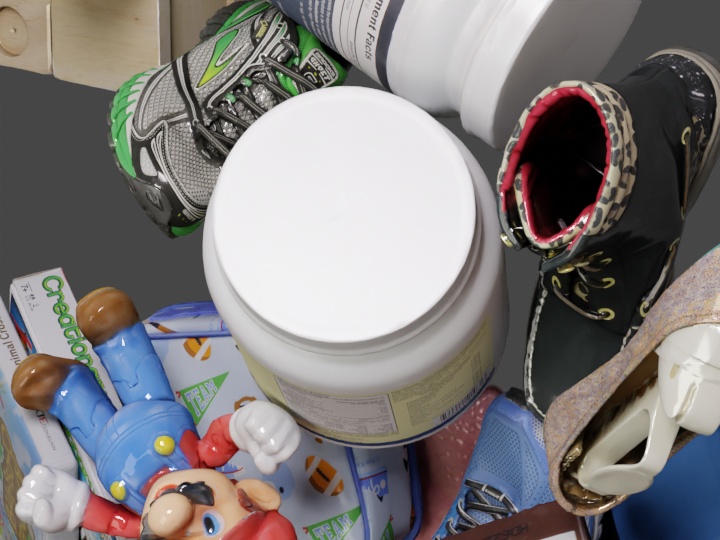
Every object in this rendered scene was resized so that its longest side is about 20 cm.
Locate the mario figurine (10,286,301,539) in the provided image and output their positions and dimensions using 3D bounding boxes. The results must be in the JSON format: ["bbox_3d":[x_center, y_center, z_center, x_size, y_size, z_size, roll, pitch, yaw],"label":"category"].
[{"bbox_3d":[-0.107,0.097,1.310,0.200,0.106,0.124,49,136,30],"label":"mario figurine"}]

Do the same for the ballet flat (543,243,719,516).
[{"bbox_3d":[0.147,0.057,1.175,0.068,0.067,0.200,24,140,-12],"label":"ballet flat"}]

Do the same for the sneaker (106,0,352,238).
[{"bbox_3d":[-0.060,-0.091,1.302,0.085,0.200,0.078,-17,116,36],"label":"sneaker"}]

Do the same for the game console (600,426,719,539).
[{"bbox_3d":[0.176,0.161,1.272,0.118,0.171,0.201,-18,96,12],"label":"game console"}]

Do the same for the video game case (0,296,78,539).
[{"bbox_3d":[-0.203,0.110,1.495,0.201,0.022,0.182,96,151,-47],"label":"video game case"}]

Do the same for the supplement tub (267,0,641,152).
[{"bbox_3d":[0.027,-0.164,1.249,0.200,0.140,0.141,37,124,20],"label":"supplement tub"}]

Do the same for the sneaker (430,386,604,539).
[{"bbox_3d":[0.067,0.157,1.353,0.078,0.089,0.201,30,121,42],"label":"sneaker"}]

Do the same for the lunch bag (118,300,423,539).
[{"bbox_3d":[-0.055,0.088,1.438,0.199,0.075,0.161,-4,101,37],"label":"lunch bag"}]

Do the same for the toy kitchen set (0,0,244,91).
[{"bbox_3d":[-0.175,-0.200,1.368,0.180,0.163,0.201,14,113,32],"label":"toy kitchen set"}]

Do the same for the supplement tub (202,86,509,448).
[{"bbox_3d":[0.000,0.000,1.259,0.144,0.200,0.146,-1,74,4],"label":"supplement tub"}]

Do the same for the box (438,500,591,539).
[{"bbox_3d":[0.069,0.256,1.273,0.163,0.166,0.201,-18,121,6],"label":"box"}]

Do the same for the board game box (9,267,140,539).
[{"bbox_3d":[-0.152,0.115,1.442,0.127,0.034,0.200,103,147,-52],"label":"board game box"}]

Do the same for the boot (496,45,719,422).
[{"bbox_3d":[0.102,-0.008,1.223,0.073,0.154,0.204,26,108,22],"label":"boot"}]
